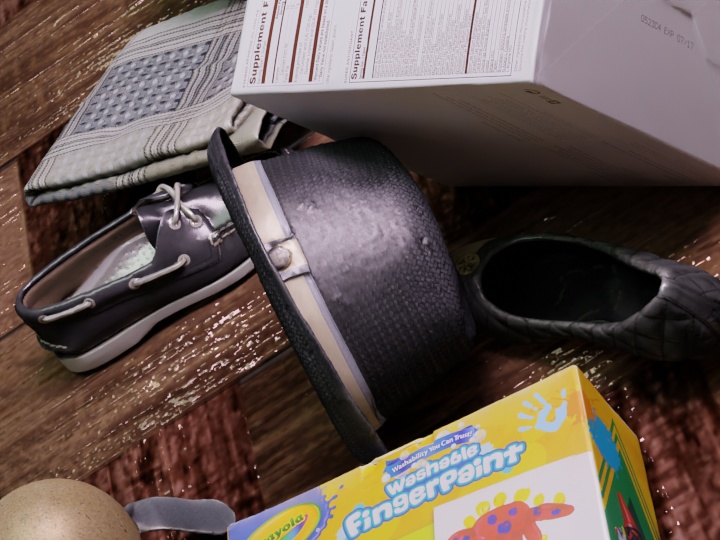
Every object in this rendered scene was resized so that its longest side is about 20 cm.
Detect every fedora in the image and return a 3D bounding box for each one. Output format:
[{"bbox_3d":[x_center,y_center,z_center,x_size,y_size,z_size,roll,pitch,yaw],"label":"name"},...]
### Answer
[{"bbox_3d":[0.000,0.000,1.137,0.091,0.201,0.201,-26,40,0],"label":"fedora"}]

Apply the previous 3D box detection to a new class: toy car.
[{"bbox_3d":[-0.169,0.167,1.192,0.199,0.158,0.165,0,54,6],"label":"toy car"}]

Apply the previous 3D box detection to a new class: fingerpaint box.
[{"bbox_3d":[0.042,0.162,1.026,0.200,0.073,0.167,-27,42,19],"label":"fingerpaint box"}]

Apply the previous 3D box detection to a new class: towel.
[{"bbox_3d":[-0.105,-0.121,1.410,0.200,0.035,0.193,-12,31,32],"label":"towel"}]

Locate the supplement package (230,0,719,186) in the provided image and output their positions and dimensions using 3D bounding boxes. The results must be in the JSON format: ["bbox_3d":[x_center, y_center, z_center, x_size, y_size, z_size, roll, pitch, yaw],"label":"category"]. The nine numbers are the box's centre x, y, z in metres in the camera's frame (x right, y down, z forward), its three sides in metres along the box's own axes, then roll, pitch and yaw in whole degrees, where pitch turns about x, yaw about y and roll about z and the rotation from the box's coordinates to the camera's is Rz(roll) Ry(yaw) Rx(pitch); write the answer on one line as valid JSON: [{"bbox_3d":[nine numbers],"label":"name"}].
[{"bbox_3d":[0.077,-0.135,1.146,0.200,0.191,0.148,2,78,42],"label":"supplement package"}]

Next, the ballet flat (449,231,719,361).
[{"bbox_3d":[0.107,0.005,1.124,0.200,0.057,0.067,8,64,50],"label":"ballet flat"}]

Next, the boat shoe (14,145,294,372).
[{"bbox_3d":[-0.120,-0.017,1.341,0.200,0.060,0.074,-33,38,13],"label":"boat shoe"}]
